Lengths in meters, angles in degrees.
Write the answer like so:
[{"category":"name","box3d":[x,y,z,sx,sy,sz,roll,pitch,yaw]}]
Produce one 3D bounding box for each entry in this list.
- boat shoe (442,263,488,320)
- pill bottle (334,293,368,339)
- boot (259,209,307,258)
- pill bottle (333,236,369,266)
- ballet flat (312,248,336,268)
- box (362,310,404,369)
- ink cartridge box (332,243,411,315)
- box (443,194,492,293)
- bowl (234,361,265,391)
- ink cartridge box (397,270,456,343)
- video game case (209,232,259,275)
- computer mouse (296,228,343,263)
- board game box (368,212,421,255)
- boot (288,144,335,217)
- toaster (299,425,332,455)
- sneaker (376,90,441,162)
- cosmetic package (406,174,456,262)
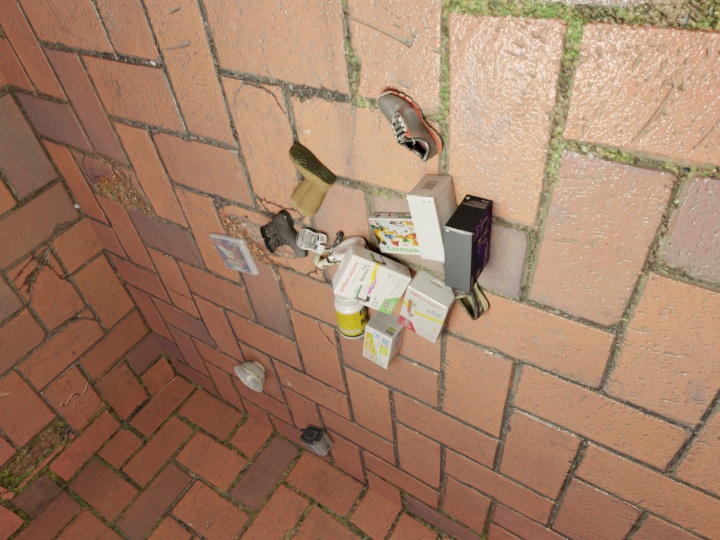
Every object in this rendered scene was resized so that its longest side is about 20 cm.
[{"category":"boat shoe","box3d":[0.299,0.057,1.482,0.200,0.065,0.073,51,145,-12]},{"category":"pill bottle","box3d":[-0.035,0.143,1.847,0.114,0.114,0.201,20,140,27]},{"category":"boot","box3d":[-0.274,-0.098,1.799,0.069,0.132,0.201,-1,127,43]},{"category":"pill bottle","box3d":[0.000,0.000,1.663,0.112,0.113,0.201,2,129,42]},{"category":"ballet flat","box3d":[-0.120,-0.040,1.778,0.068,0.062,0.199,51,144,-14]},{"category":"box","box3d":[0.083,0.247,1.857,0.112,0.101,0.201,27,142,19]},{"category":"ink cartridge box","box3d":[0.032,0.028,1.568,0.199,0.084,0.145,22,114,-15]},{"category":"box","box3d":[0.274,-0.066,1.310,0.078,0.141,0.201,20,140,28]},{"category":"bowl","box3d":[-0.591,0.567,2.841,0.200,0.094,0.202,26,143,21]},{"category":"ink cartridge box","box3d":[0.209,0.115,1.613,0.144,0.083,0.201,29,143,16]},{"category":"video game case","box3d":[-0.533,-0.070,2.170,0.199,0.023,0.183,12,135,35]},{"category":"computer mouse","box3d":[-0.139,-0.096,1.735,0.199,0.044,0.111,21,99,40]},{"category":"board game box","box3d":[0.127,-0.107,1.496,0.199,0.035,0.127,6,132,40]},{"category":"boot","box3d":[-0.179,-0.269,1.588,0.175,0.066,0.200,44,146,-3]},{"category":"toaster","box3d":[-0.254,0.977,2.946,0.199,0.114,0.130,-3,129,43]},{"category":"sneaker","box3d":[0.109,-0.341,1.223,0.200,0.082,0.077,43,145,-3]},{"category":"cosmetic package","box3d":[0.197,-0.135,1.336,0.081,0.113,0.201,12,133,34]}]
